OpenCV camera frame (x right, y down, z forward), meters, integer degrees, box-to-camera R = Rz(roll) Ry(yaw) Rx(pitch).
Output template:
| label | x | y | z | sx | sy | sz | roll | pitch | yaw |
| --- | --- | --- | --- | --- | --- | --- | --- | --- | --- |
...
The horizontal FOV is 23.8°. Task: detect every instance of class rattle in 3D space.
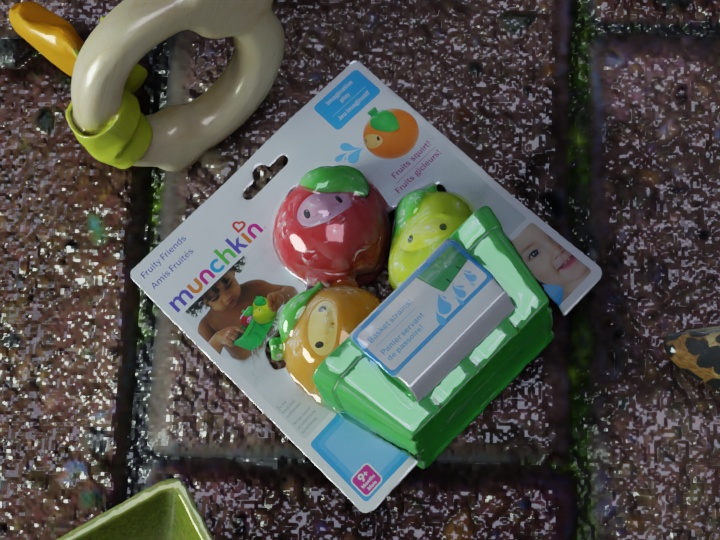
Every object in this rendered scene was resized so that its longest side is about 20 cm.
| label | x | y | z | sx | sy | sz | roll | pitch | yaw |
| --- | --- | --- | --- | --- | --- | --- | --- | --- | --- |
| rattle | -0.096 | -0.163 | 0.955 | 0.200 | 0.130 | 0.143 | -54 | 37 | 26 |

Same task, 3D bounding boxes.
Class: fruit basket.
| label | x | y | z | sx | sy | sz | roll | pitch | yaw |
| --- | --- | --- | --- | --- | --- | --- | --- | --- | --- |
| fruit basket | 0.000 | 0.000 | 0.933 | 0.185 | 0.094 | 0.200 | -43 | 73 | -9 |

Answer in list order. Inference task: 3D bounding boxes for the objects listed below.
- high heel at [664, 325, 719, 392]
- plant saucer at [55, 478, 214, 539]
| label | x | y | z | sx | sy | sz | roll | pitch | yaw |
| --- | --- | --- | --- | --- | --- | --- | --- | --- | --- |
| high heel | 0.247 | 0.111 | 0.897 | 0.199 | 0.071 | 0.144 | 16 | 69 | -2 |
| plant saucer | -0.135 | 0.244 | 0.891 | 0.199 | 0.048 | 0.201 | -28 | 74 | -5 |
